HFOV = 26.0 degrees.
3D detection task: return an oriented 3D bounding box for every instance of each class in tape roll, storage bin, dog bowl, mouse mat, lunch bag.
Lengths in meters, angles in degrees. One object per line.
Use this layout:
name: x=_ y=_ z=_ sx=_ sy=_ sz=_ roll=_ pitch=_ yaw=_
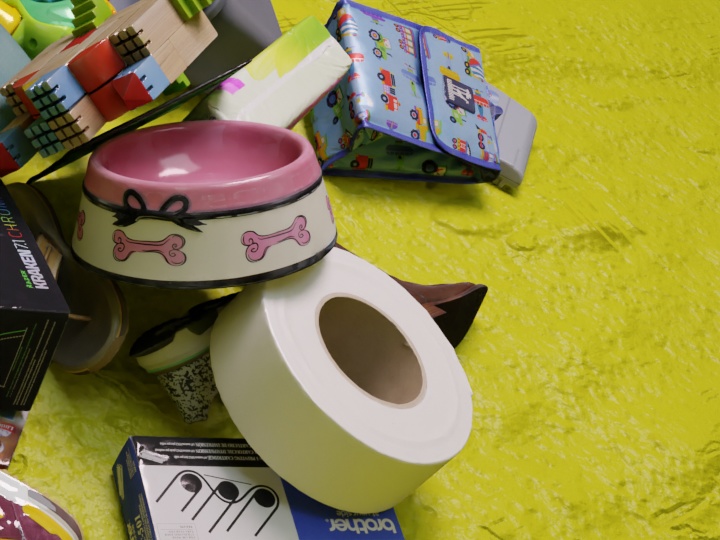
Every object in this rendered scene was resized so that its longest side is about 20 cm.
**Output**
tape roll: x=-0.011 y=0.079 z=1.166 sx=0.202 sy=0.071 sz=0.202 roll=31 pitch=33 yaw=-23
storage bin: x=-0.159 y=-0.252 z=1.488 sx=0.134 sy=0.146 sz=0.200 roll=36 pitch=26 yaw=-43
dog bowl: x=-0.117 y=-0.056 z=1.160 sx=0.200 sy=0.074 sz=0.200 roll=0 pitch=22 yaw=0
mouse mat: x=-0.181 y=-0.118 z=1.251 sx=0.161 sy=0.200 sz=0.008 roll=-31 pitch=98 yaw=-23
lunch bag: x=0.054 y=-0.165 z=1.545 sx=0.200 sy=0.094 sz=0.151 roll=8 pitch=58 yaw=-31

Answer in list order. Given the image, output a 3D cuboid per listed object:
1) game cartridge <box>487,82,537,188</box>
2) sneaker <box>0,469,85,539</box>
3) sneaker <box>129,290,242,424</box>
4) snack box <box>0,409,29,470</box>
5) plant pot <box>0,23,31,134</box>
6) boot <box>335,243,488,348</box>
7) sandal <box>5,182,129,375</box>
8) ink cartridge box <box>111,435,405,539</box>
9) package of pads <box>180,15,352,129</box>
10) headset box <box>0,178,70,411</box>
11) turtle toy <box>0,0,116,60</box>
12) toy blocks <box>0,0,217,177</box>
game cartridge: x=0.091 y=-0.171 z=1.645 sx=0.200 sy=0.042 sz=0.133 roll=27 pitch=41 yaw=-5
sneaker: x=-0.276 y=0.157 z=0.990 sx=0.200 sy=0.075 sz=0.090 roll=26 pitch=32 yaw=-5
sneaker: x=-0.103 y=0.067 z=1.236 sx=0.200 sy=0.077 sz=0.089 roll=-27 pitch=100 yaw=-55
snack box: x=-0.331 y=0.083 z=1.076 sx=0.200 sy=0.024 sz=0.072 roll=22 pitch=35 yaw=-11
plant pot: x=-0.362 y=-0.152 z=1.234 sx=0.200 sy=0.141 sz=0.141 roll=34 pitch=36 yaw=-15
boot: x=0.000 y=0.000 z=1.373 sx=0.200 sy=0.064 sz=0.186 roll=29 pitch=14 yaw=19
sandal: x=-0.243 y=0.004 z=1.177 sx=0.054 sy=0.080 sz=0.200 roll=13 pitch=31 yaw=-51
ink cartridge box: x=-0.074 y=0.171 z=1.136 sx=0.200 sy=0.044 sz=0.094 roll=6 pitch=45 yaw=-30
package of pads: x=-0.107 y=-0.122 z=1.357 sx=0.068 sy=0.155 sz=0.200 roll=46 pitch=39 yaw=-3
headset box: x=-0.330 y=0.006 z=1.074 sx=0.200 sy=0.093 sz=0.174 roll=6 pitch=32 yaw=-36
turtle toy: x=-0.265 y=-0.209 z=1.362 sx=0.146 sy=0.101 sz=0.200 roll=34 pitch=-6 yaw=-23
toy blocks: x=-0.202 y=-0.138 z=1.151 sx=0.100 sy=0.200 sz=0.137 roll=57 pitch=39 yaw=-20
